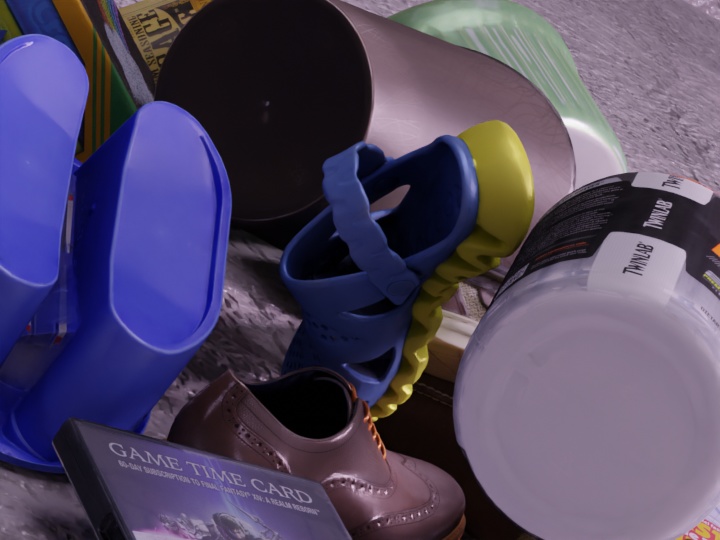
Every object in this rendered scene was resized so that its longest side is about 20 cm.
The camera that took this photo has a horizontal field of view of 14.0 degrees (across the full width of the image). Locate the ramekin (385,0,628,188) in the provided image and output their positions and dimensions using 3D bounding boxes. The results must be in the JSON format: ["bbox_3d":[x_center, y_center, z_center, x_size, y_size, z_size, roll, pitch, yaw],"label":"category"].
[{"bbox_3d":[0.053,-0.044,1.637,0.199,0.200,0.098,17,28,-43],"label":"ramekin"}]

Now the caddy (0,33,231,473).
[{"bbox_3d":[-0.138,-0.004,1.270,0.141,0.105,0.201,28,37,-20],"label":"caddy"}]

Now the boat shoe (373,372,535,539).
[{"bbox_3d":[0.083,0.112,1.434,0.202,0.075,0.075,31,21,-7],"label":"boat shoe"}]

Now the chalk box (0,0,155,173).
[{"bbox_3d":[-0.193,-0.133,1.388,0.125,0.123,0.201,-105,169,-68],"label":"chalk box"}]

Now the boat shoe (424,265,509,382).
[{"bbox_3d":[0.114,0.037,1.406,0.199,0.065,0.072,16,-13,-6],"label":"boat shoe"}]

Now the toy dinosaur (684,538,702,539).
[{"bbox_3d":[0.108,0.137,1.224,0.106,0.061,0.200,8,19,12],"label":"toy dinosaur"}]

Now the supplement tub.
[{"bbox_3d":[0.115,0.031,1.254,0.122,0.123,0.200,32,23,1],"label":"supplement tub"}]

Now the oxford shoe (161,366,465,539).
[{"bbox_3d":[-0.008,0.088,1.322,0.071,0.073,0.200,42,18,34],"label":"oxford shoe"}]

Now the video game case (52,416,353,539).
[{"bbox_3d":[-0.031,0.144,1.160,0.142,0.019,0.200,19,28,-41],"label":"video game case"}]

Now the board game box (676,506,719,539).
[{"bbox_3d":[0.148,0.173,1.309,0.199,0.062,0.200,34,29,5],"label":"board game box"}]

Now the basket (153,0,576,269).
[{"bbox_3d":[-0.010,-0.065,1.429,0.179,0.137,0.200,9,-4,23],"label":"basket"}]

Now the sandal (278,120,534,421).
[{"bbox_3d":[0.000,0.000,1.323,0.087,0.200,0.080,3,51,-25],"label":"sandal"}]

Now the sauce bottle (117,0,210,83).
[{"bbox_3d":[-0.121,-0.103,1.524,0.066,0.199,0.066,58,-16,29],"label":"sauce bottle"}]
